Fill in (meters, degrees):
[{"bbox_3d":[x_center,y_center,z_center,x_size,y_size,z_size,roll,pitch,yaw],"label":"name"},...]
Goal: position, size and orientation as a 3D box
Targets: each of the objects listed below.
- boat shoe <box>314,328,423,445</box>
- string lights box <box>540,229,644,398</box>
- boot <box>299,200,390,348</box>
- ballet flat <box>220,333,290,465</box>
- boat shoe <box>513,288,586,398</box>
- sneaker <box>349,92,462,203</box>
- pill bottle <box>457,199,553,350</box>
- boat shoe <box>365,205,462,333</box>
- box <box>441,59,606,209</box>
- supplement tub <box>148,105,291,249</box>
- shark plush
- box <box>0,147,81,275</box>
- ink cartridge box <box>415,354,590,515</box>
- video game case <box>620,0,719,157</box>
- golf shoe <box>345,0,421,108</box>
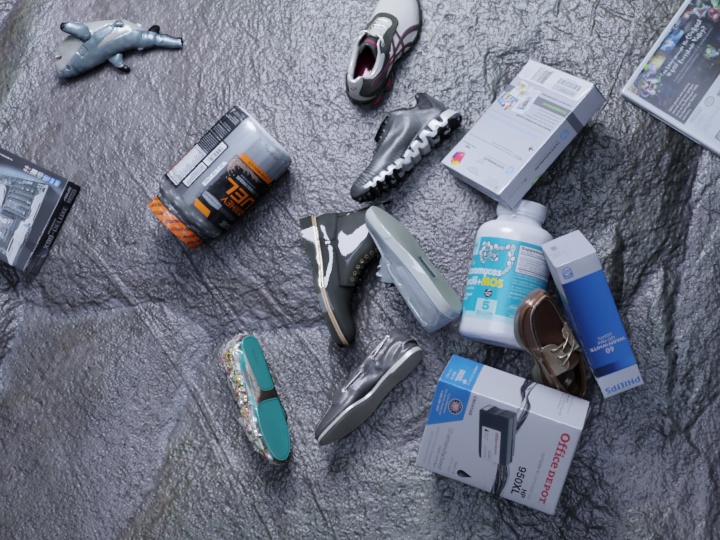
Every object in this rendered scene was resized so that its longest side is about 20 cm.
[{"bbox_3d":[0.003,0.165,1.556,0.200,0.067,0.057,-43,61,-4],"label":"boat shoe"},{"bbox_3d":[0.307,0.057,1.454,0.059,0.103,0.200,-22,108,5],"label":"string lights box"},{"bbox_3d":[0.000,0.000,1.576,0.138,0.077,0.200,-16,80,2],"label":"boot"},{"bbox_3d":[-0.154,0.190,1.582,0.064,0.076,0.200,-28,71,36],"label":"ballet flat"},{"bbox_3d":[0.261,0.101,1.451,0.076,0.200,0.072,-46,46,-16],"label":"boat shoe"},{"bbox_3d":[0.049,-0.184,1.601,0.200,0.066,0.091,-43,74,-3],"label":"sneaker"},{"bbox_3d":[0.207,0.004,1.518,0.111,0.111,0.200,11,82,11],"label":"pill bottle"},{"bbox_3d":[0.058,0.001,1.525,0.072,0.070,0.201,-44,71,22],"label":"boat shoe"},{"bbox_3d":[0.226,-0.195,1.536,0.200,0.041,0.156,-49,35,-1],"label":"box"},{"bbox_3d":[-0.208,-0.134,1.606,0.200,0.123,0.123,-45,77,1],"label":"supplement tub"},{"bbox_3d":[-0.382,-0.351,1.720,0.200,0.091,0.083,-7,100,-12],"label":"shark plush"},{"bbox_3d":[-0.560,-0.105,1.699,0.200,0.050,0.158,26,86,12],"label":"box"},{"bbox_3d":[0.192,0.221,1.472,0.200,0.084,0.145,18,115,12],"label":"ink cartridge box"},{"bbox_3d":[0.504,-0.285,1.558,0.182,0.023,0.200,35,89,13],"label":"video game case"},{"bbox_3d":[0.035,-0.341,1.616,0.077,0.088,0.200,18,83,14],"label":"golf shoe"}]
